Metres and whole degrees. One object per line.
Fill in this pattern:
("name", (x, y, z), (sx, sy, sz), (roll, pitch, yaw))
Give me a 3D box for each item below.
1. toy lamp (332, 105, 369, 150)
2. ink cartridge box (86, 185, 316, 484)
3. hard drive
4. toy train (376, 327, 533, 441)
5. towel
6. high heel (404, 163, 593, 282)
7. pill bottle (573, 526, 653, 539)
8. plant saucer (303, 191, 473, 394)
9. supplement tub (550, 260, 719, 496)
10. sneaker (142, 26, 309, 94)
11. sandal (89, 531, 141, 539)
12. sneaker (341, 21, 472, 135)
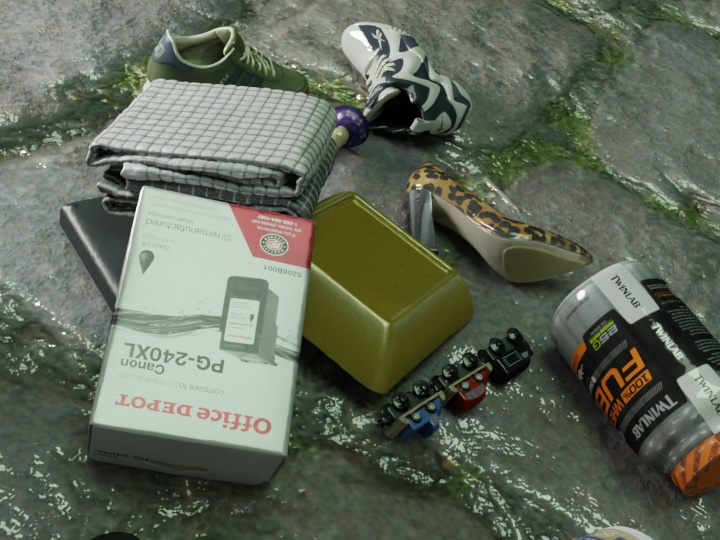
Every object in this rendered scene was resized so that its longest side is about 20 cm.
("toy lamp", (-0.052, -0.116, 1.013), (0.058, 0.058, 0.200), (28, 42, 7))
("ink cartridge box", (-0.120, 0.051, 0.737), (0.145, 0.083, 0.200), (11, 62, -12))
("hard drive", (-0.168, 0.000, 0.858), (0.139, 0.033, 0.200), (-15, 53, -35))
("toy train", (0.091, 0.105, 0.858), (0.200, 0.034, 0.046), (-23, 70, -40))
("towel", (-0.129, -0.101, 0.874), (0.200, 0.086, 0.166), (6, 33, 7))
("high heel", (0.148, -0.061, 1.025), (0.200, 0.071, 0.143), (5, 49, -5))
("pill bottle", (0.126, 0.256, 0.649), (0.200, 0.111, 0.111), (-10, 50, -32))
("plant saucer", (0.000, 0.000, 0.891), (0.200, 0.048, 0.200), (38, 34, 14))
("supplement tub", (0.276, 0.098, 0.875), (0.122, 0.123, 0.200), (-9, 49, -30))
("sneaker", (-0.142, -0.231, 1.073), (0.200, 0.090, 0.067), (-5, 47, -28))
("sandal", (-0.126, 0.246, 0.603), (0.075, 0.045, 0.200), (-19, 55, -37))
("sneaker", (0.028, -0.230, 1.152), (0.199, 0.080, 0.130), (47, 38, 13))
